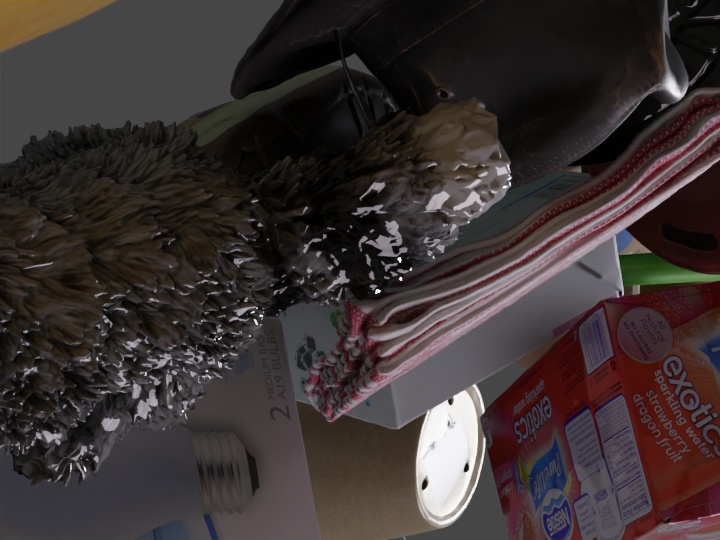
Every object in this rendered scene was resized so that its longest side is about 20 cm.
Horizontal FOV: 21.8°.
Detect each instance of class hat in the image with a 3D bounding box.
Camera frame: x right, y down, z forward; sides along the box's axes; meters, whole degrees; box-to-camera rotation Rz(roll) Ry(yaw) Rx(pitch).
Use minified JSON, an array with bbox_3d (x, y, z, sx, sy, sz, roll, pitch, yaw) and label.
[{"bbox_3d":[0.054,-0.072,0.571,0.200,0.081,0.201,-26,177,-1],"label":"hat"}]

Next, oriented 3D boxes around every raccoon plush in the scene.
[{"bbox_3d":[-0.070,-0.012,0.490,0.199,0.097,0.134,-33,171,12],"label":"raccoon plush"}]

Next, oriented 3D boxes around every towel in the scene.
[{"bbox_3d":[0.048,-0.002,0.668,0.146,0.030,0.200,-32,176,-10],"label":"towel"}]

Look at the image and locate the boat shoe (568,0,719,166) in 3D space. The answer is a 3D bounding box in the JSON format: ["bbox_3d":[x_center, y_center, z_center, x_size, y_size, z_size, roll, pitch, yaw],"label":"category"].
[{"bbox_3d":[0.131,-0.110,0.691,0.199,0.076,0.074,-29,-154,11],"label":"boat shoe"}]

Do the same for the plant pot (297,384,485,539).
[{"bbox_3d":[-0.030,0.098,1.162,0.199,0.189,0.187,7,-163,29],"label":"plant pot"}]

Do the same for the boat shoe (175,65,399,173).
[{"bbox_3d":[-0.043,-0.035,0.670,0.076,0.072,0.200,-4,-175,21],"label":"boat shoe"}]

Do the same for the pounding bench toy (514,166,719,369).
[{"bbox_3d":[0.135,-0.020,0.961,0.155,0.125,0.200,-19,-152,-29],"label":"pounding bench toy"}]

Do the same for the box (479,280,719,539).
[{"bbox_3d":[0.133,0.082,0.858,0.095,0.100,0.200,-8,163,-15],"label":"box"}]

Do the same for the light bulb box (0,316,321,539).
[{"bbox_3d":[-0.126,0.122,0.708,0.199,0.200,0.125,4,157,-41],"label":"light bulb box"}]

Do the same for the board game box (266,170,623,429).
[{"bbox_3d":[0.000,0.000,0.876,0.147,0.065,0.199,-25,-157,-35],"label":"board game box"}]

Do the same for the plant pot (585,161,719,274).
[{"bbox_3d":[0.210,-0.091,0.821,0.194,0.202,0.200,-17,172,-34],"label":"plant pot"}]
